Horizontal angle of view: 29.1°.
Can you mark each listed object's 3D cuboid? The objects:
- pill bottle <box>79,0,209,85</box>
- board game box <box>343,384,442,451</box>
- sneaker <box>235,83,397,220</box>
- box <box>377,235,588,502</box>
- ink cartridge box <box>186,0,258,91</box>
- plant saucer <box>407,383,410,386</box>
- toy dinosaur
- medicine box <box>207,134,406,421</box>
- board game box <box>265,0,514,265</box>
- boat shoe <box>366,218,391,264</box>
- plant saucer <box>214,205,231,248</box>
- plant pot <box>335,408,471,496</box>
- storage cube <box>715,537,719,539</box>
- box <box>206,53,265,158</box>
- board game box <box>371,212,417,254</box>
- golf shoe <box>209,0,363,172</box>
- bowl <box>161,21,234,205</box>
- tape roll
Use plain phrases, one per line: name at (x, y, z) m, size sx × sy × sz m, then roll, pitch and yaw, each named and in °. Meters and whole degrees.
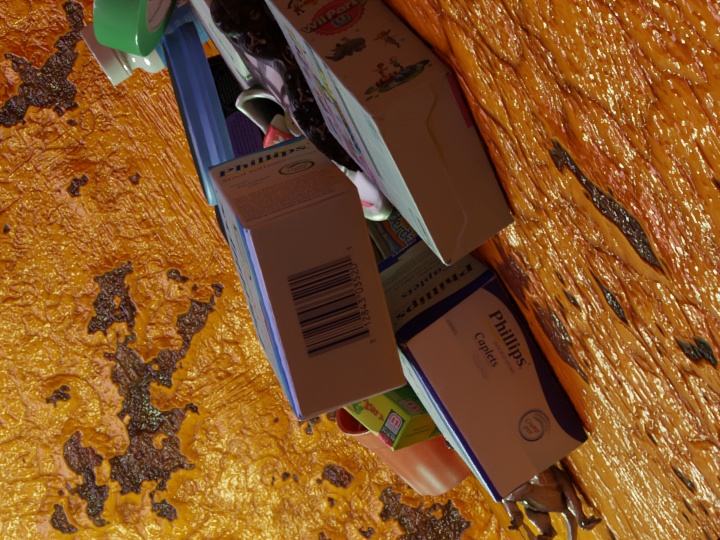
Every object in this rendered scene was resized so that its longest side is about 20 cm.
pill bottle at (-0.255, -0.325, 1.781) m, size 0.113 × 0.199 × 0.112 m, roll 56°, pitch 176°, yaw 6°
board game box at (0.066, 0.140, 1.577) m, size 0.101 × 0.048 × 0.199 m, roll 38°, pitch -156°, yaw 27°
sneaker at (-0.046, -0.115, 1.347) m, size 0.200 × 0.093 × 0.071 m, roll 48°, pitch 129°, yaw 24°
box at (0.095, 0.081, 1.280) m, size 0.185 × 0.104 × 0.200 m, roll 58°, pitch 176°, yaw -19°
ink cartridge box at (-0.118, -0.266, 1.337) m, size 0.147 × 0.085 × 0.200 m, roll 57°, pitch 178°, yaw 3°
plant saucer at (0.049, 0.081, 1.589) m, size 0.198 × 0.028 × 0.201 m, roll 24°, pitch -158°, yaw -10°
toy dinosaur at (0.190, 0.230, 1.534) m, size 0.200 × 0.086 × 0.136 m, roll 41°, pitch -166°, yaw -25°
medicine box at (-0.050, 0.001, 1.216) m, size 0.200 × 0.102 × 0.184 m, roll -130°, pitch 24°, yaw -67°
board game box at (0.016, -0.118, 0.972) m, size 0.200 × 0.064 × 0.148 m, roll 52°, pitch 173°, yaw 46°
boat shoe at (0.000, 0.000, 1.465) m, size 0.201 × 0.068 × 0.072 m, roll 58°, pitch 174°, yaw -11°
plant saucer at (-0.072, -0.047, 1.587) m, size 0.199 × 0.035 × 0.201 m, roll 27°, pitch -146°, yaw -20°
plant pot at (0.095, 0.260, 2.326) m, size 0.196 × 0.200 × 0.201 m, roll 49°, pitch 180°, yaw -24°
storage cube at (0.193, 0.226, 0.588) m, size 0.201 × 0.179 × 0.171 m, roll 56°, pitch 177°, yaw -5°
box at (-0.116, -0.194, 1.582) m, size 0.200 × 0.105 × 0.124 m, roll -137°, pitch 31°, yaw -76°
board game box at (0.032, -0.042, 1.559) m, size 0.153 × 0.045 × 0.200 m, roll 57°, pitch 176°, yaw -1°
golf shoe at (-0.048, -0.172, 1.197) m, size 0.201 × 0.078 × 0.094 m, roll 51°, pitch 177°, yaw -7°
bowl at (-0.172, -0.165, 1.493) m, size 0.201 × 0.039 × 0.203 m, roll 164°, pitch 90°, yaw -83°
tape roll at (-0.209, -0.316, 1.374) m, size 0.048 × 0.202 × 0.200 m, roll 18°, pitch 175°, yaw 0°
